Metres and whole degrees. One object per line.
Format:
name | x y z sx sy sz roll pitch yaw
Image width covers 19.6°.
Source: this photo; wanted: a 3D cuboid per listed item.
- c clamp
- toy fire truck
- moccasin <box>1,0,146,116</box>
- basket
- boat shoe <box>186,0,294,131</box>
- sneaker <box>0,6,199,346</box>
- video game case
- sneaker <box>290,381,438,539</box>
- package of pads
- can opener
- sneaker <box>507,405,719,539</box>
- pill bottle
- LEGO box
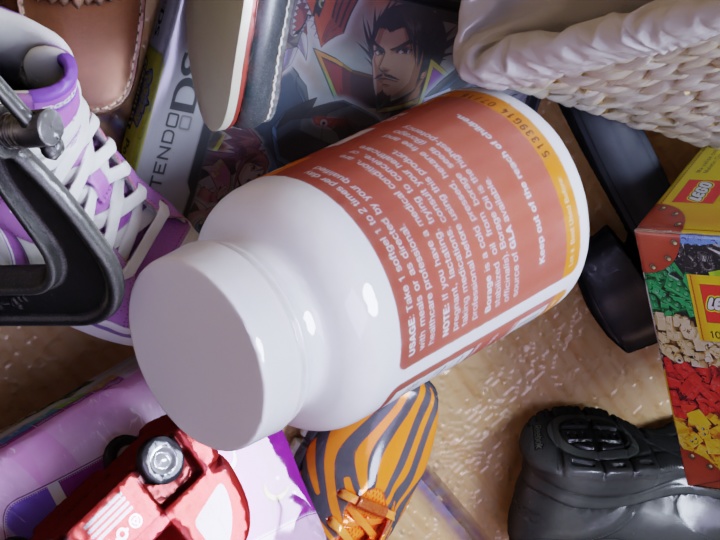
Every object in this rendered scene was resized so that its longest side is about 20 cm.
c clamp | -0.178 -0.037 0.856 0.171 0.199 0.027 51 51 -31
toy fire truck | -0.107 0.173 0.877 0.200 0.049 0.142 -43 106 -24
moccasin | -0.113 -0.162 0.880 0.073 0.078 0.203 1 111 -23
basket | 0.167 -0.165 0.902 0.160 0.199 0.200 18 76 -32
boat shoe | -0.033 -0.158 0.903 0.062 0.071 0.202 7 87 -29
sneaker | -0.125 -0.040 0.880 0.200 0.114 0.073 35 61 -19
video game case | -0.016 -0.055 0.996 0.198 0.026 0.182 9 107 -26
sneaker | -0.006 0.151 1.034 0.077 0.112 0.201 23 101 -29
package of pads | -0.122 0.120 0.943 0.199 0.075 0.121 -29 100 -26
can opener | 0.137 -0.034 1.036 0.078 0.063 0.201 -33 130 -7
sneaker | 0.167 0.127 1.131 0.198 0.076 0.091 7 118 -18
pill bottle | 0.000 0.000 0.908 0.199 0.112 0.113 -27 122 -40
LEGO box | 0.221 -0.006 1.028 0.200 0.077 0.150 -45 129 -44
